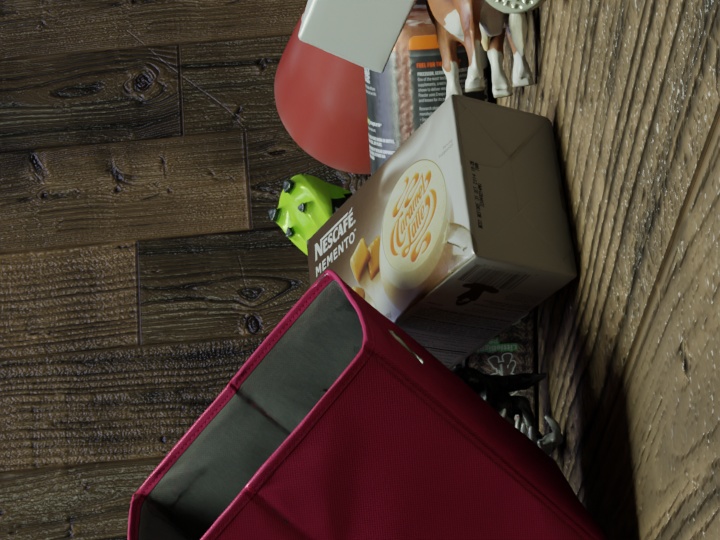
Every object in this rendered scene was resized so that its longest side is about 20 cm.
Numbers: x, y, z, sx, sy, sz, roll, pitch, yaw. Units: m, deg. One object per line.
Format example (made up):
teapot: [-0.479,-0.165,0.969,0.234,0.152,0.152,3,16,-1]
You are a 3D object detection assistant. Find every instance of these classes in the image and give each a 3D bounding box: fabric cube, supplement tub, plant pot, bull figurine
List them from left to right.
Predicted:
fabric cube: [0.003,0.150,0.871,0.199,0.200,0.196,40,-176,-12]
plant pot: [0.010,-0.233,1.633,0.178,0.199,0.202,107,159,-63]
supplement tub: [0.056,-0.159,1.269,0.107,0.106,0.202,-99,6,-74]
bull figurine: [0.080,-0.181,1.057,0.200,0.065,0.122,-63,-36,-88]

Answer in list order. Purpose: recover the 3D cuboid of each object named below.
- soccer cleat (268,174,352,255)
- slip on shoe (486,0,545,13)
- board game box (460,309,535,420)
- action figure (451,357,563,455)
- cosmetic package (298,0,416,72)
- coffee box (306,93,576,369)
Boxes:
soccer cleat: [0.000,0.000,1.154,0.068,0.081,0.201,-56,45,32]
slip on shoe: [0.083,-0.247,0.871,0.061,0.074,0.202,-4,-98,-57]
board game box: [0.081,0.052,1.213,0.160,0.096,0.201,-97,2,-62]
action figure: [0.087,0.133,1.052,0.102,0.118,0.201,61,-167,-68]
cosmetic package: [0.026,-0.253,1.070,0.102,0.074,0.201,-81,13,-61]
coffee box: [0.046,-0.010,0.991,0.200,0.079,0.115,-42,46,51]
